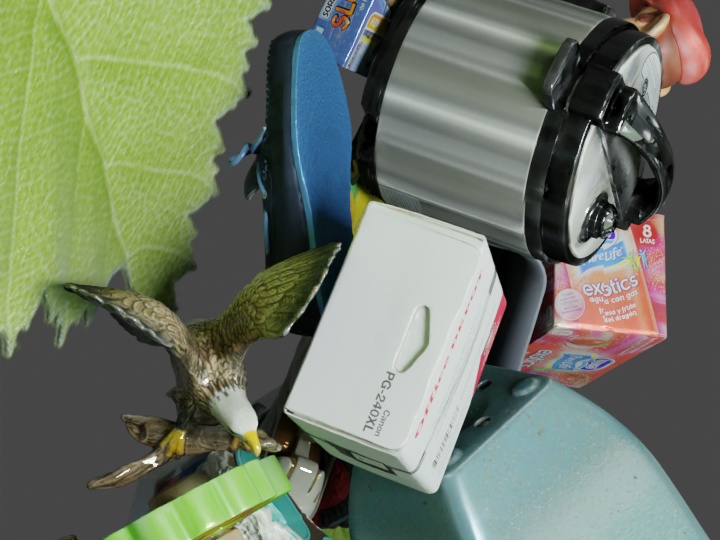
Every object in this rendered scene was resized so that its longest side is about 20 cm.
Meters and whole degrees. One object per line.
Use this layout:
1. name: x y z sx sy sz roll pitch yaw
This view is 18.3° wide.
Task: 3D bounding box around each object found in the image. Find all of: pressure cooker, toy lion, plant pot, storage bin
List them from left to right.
1. toy lion: -0.117 0.166 1.442 0.200 0.069 0.191 -24 172 -47
2. storage bin: 0.058 0.024 1.750 0.135 0.145 0.201 -80 -176 -61
3. plant pot: 0.105 0.180 1.622 0.196 0.195 0.201 -39 115 -26
4. pressure cooker: 0.118 -0.096 1.506 0.176 0.199 0.180 -31 137 -58

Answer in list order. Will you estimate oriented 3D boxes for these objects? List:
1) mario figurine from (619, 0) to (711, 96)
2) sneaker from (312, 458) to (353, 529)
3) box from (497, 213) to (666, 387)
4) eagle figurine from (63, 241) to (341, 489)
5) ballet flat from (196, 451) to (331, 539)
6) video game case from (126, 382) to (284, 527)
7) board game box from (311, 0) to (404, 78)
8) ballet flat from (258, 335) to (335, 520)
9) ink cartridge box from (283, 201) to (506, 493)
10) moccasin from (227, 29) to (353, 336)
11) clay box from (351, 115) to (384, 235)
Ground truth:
1. mario figurine: 0.175 -0.147 1.680 0.200 0.106 0.123 -40 -174 -24
2. sneaker: 0.007 0.166 1.749 0.200 0.095 0.080 151 -53 -82
3. box: 0.165 0.023 1.782 0.200 0.094 0.103 134 -41 -69
4. eagle figurine: -0.093 0.048 1.383 0.152 0.150 0.201 -48 154 -36
5. ballet flat: -0.051 0.207 1.602 0.072 0.200 0.072 -39 -172 7
6. video game case: -0.115 0.175 1.670 0.200 0.017 0.144 -29 142 -54
7. board game box: 0.039 -0.192 1.552 0.136 0.034 0.200 -65 159 5
8. ballet flat: -0.045 0.128 1.646 0.064 0.067 0.201 -15 -128 67
9. ink cartridge box: 0.027 0.053 1.439 0.200 0.083 0.146 58 53 -75
10. moccasin: -0.049 -0.054 1.447 0.080 0.068 0.201 -10 99 -58
11. clay box: 0.000 0.000 1.582 0.115 0.047 0.201 -64 144 -46
